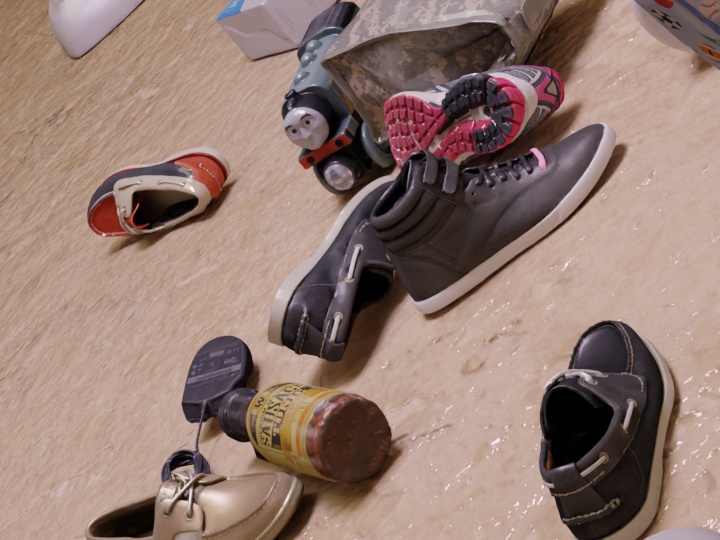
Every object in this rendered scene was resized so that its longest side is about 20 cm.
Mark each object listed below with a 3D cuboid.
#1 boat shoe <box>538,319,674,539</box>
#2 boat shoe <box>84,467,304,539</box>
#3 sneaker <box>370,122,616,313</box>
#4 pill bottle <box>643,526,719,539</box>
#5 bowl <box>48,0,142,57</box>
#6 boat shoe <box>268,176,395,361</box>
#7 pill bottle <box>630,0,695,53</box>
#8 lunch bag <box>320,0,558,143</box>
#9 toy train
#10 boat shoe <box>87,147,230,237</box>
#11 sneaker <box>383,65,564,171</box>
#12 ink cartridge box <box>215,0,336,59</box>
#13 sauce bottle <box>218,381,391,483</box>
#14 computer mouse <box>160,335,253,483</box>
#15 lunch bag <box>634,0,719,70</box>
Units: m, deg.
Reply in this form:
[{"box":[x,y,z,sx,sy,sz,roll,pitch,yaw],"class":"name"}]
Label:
[{"box":[0.142,0.083,1.321,0.072,0.068,0.200,-34,21,25],"class":"boat shoe"},{"box":[-0.124,0.182,1.610,0.199,0.065,0.072,-24,28,41],"class":"boat shoe"},{"box":[0.093,-0.064,1.649,0.200,0.099,0.071,-39,19,7],"class":"sneaker"},{"box":[0.173,0.192,0.985,0.111,0.111,0.200,-41,21,4],"class":"pill bottle"},{"box":[-0.378,-0.409,3.214,0.200,0.075,0.200,-44,20,1],"class":"bowl"},{"box":[0.000,0.000,1.749,0.067,0.072,0.200,17,43,20],"class":"boat shoe"},{"box":[0.263,-0.260,1.704,0.111,0.111,0.200,-32,23,25],"class":"pill bottle"},{"box":[0.094,-0.214,1.907,0.199,0.118,0.164,-16,30,41],"class":"lunch bag"},{"box":[-0.016,-0.156,2.003,0.085,0.114,0.201,-29,24,32],"class":"toy train"},{"box":[-0.216,-0.069,2.270,0.199,0.071,0.063,-18,34,40],"class":"boat shoe"},{"box":[0.089,-0.121,1.819,0.074,0.081,0.199,-21,7,-33],"class":"sneaker"},{"box":[-0.061,-0.337,2.504,0.200,0.067,0.116,-52,22,-24],"class":"ink cartridge box"},{"box":[-0.048,0.114,1.607,0.066,0.066,0.200,-50,21,-19],"class":"sauce bottle"},{"box":[-0.120,0.126,1.773,0.058,0.034,0.201,-14,36,22],"class":"computer mouse"},{"box":[0.271,-0.219,1.493,0.161,0.199,0.075,-59,21,-6],"class":"lunch bag"}]
